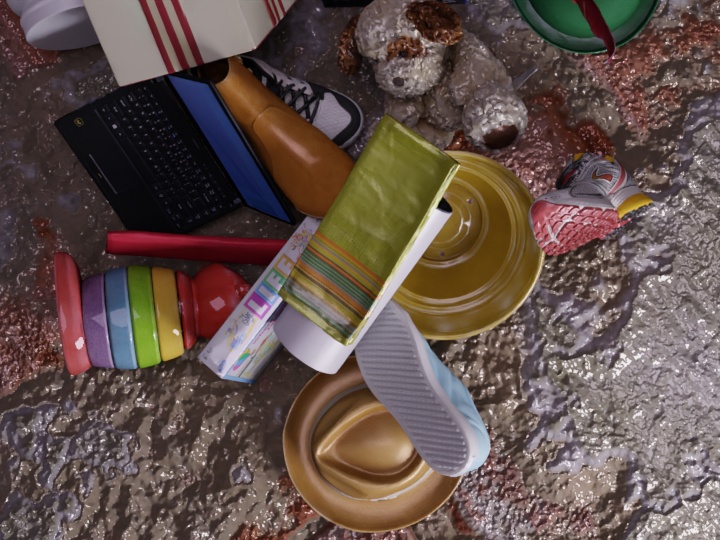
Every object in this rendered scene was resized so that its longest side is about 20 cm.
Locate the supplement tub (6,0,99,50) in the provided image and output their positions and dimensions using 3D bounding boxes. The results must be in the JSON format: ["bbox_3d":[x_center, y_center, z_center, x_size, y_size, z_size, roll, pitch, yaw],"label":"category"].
[{"bbox_3d":[-0.318,-0.351,1.268,0.143,0.145,0.203,-17,84,3],"label":"supplement tub"}]

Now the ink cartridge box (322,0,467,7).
[{"bbox_3d":[0.053,-0.309,1.259,0.197,0.099,0.040,-2,86,5],"label":"ink cartridge box"}]

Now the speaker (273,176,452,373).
[{"bbox_3d":[0.000,0.000,1.151,0.081,0.081,0.201,37,106,6],"label":"speaker"}]

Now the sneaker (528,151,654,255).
[{"bbox_3d":[0.217,-0.071,1.197,0.078,0.199,0.083,-40,76,31],"label":"sneaker"}]

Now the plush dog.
[{"bbox_3d":[0.070,-0.212,1.212,0.172,0.198,0.162,41,58,-33],"label":"plush dog"}]

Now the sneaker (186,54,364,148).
[{"bbox_3d":[-0.094,-0.178,1.268,0.197,0.088,0.077,16,85,4],"label":"sneaker"}]

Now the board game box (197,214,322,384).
[{"bbox_3d":[-0.075,0.025,1.227,0.034,0.134,0.201,38,89,11],"label":"board game box"}]

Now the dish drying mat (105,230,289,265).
[{"bbox_3d":[-0.163,-0.025,1.241,0.197,0.077,0.018,4,78,-13],"label":"dish drying mat"}]

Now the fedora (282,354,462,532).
[{"bbox_3d":[0.014,0.178,1.235,0.197,0.082,0.204,0,85,5],"label":"fedora"}]

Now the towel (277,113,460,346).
[{"bbox_3d":[0.006,-0.035,1.094,0.086,0.018,0.201,33,105,7],"label":"towel"}]

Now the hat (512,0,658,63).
[{"bbox_3d":[0.240,-0.315,1.205,0.165,0.176,0.201,-36,84,1],"label":"hat"}]

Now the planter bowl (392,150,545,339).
[{"bbox_3d":[0.086,-0.038,1.230,0.197,0.084,0.203,0,113,-1],"label":"planter bowl"}]

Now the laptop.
[{"bbox_3d":[-0.187,-0.099,1.205,0.198,0.104,0.178,-23,121,13],"label":"laptop"}]

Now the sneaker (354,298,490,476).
[{"bbox_3d":[0.061,0.114,1.189,0.074,0.082,0.202,-36,69,21],"label":"sneaker"}]

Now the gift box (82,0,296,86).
[{"bbox_3d":[-0.165,-0.316,1.170,0.197,0.185,0.189,-14,116,17],"label":"gift box"}]

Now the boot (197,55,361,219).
[{"bbox_3d":[-0.085,-0.132,1.147,0.071,0.201,0.144,-46,129,-3],"label":"boot"}]

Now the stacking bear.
[{"bbox_3d":[-0.210,0.042,1.252,0.197,0.122,0.115,-7,52,-8],"label":"stacking bear"}]
